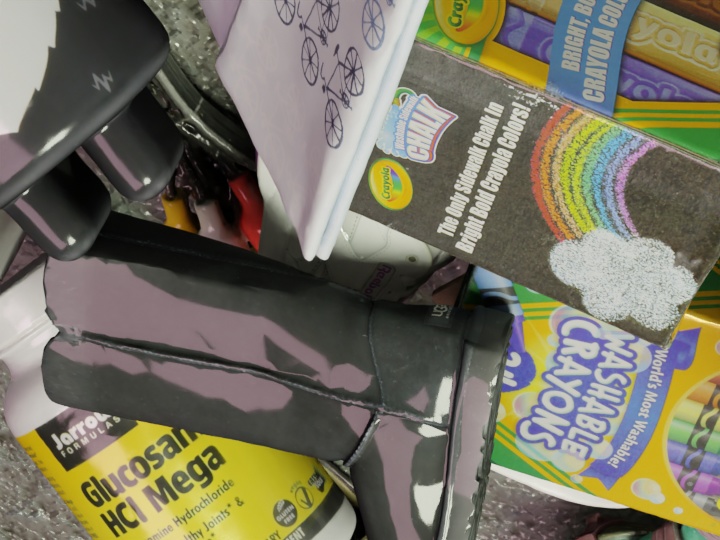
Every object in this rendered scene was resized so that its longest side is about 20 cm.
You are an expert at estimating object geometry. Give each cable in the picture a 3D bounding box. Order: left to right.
[{"bbox_3d":[-0.076,-0.053,1.349,0.097,0.050,0.200,-6,136,32],"label":"cable"}]

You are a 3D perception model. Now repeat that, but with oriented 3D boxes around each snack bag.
[{"bbox_3d":[-0.034,-0.133,1.135,0.021,0.200,0.189,-13,151,-23],"label":"snack bag"}]

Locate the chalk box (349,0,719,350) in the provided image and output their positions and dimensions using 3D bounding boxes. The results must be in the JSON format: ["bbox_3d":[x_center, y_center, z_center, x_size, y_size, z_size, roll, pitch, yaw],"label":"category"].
[{"bbox_3d":[0.066,-0.083,1.172,0.200,0.124,0.125,25,145,2],"label":"chalk box"}]

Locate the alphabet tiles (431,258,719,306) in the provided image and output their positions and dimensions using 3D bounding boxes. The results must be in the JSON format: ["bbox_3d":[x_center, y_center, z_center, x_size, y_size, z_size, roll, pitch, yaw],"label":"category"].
[{"bbox_3d":[0.158,0.022,1.311,0.200,0.008,0.167,-30,118,34],"label":"alphabet tiles"}]

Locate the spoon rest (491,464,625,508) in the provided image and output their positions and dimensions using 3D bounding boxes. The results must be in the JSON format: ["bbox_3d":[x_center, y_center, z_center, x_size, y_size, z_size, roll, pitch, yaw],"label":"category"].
[{"bbox_3d":[0.062,0.061,1.404,0.200,0.061,0.099,22,141,5],"label":"spoon rest"}]

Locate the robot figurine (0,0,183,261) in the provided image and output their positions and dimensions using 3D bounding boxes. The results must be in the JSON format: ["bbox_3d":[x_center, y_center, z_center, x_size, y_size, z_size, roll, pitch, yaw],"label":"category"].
[{"bbox_3d":[-0.159,-0.100,1.214,0.200,0.150,0.125,51,153,-10],"label":"robot figurine"}]

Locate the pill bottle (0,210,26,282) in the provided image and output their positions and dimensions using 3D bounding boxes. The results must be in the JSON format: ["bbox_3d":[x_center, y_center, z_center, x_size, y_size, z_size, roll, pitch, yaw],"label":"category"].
[{"bbox_3d":[-0.253,-0.064,1.386,0.200,0.114,0.114,22,144,4],"label":"pill bottle"}]

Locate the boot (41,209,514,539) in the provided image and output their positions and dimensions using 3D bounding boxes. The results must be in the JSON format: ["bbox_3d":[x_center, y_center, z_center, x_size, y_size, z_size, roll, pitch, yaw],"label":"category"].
[{"bbox_3d":[-0.043,0.070,1.287,0.200,0.066,0.165,12,111,7],"label":"boot"}]

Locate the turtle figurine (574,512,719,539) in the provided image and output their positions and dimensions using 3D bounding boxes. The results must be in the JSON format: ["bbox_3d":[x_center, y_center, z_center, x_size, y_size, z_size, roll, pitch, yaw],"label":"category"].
[{"bbox_3d":[0.133,0.168,1.459,0.200,0.101,0.150,-32,152,35],"label":"turtle figurine"}]

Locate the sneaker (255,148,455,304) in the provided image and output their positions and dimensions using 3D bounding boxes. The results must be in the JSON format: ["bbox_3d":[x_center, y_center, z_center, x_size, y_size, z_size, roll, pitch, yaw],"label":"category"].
[{"bbox_3d":[0.000,0.000,1.312,0.099,0.075,0.200,15,124,18],"label":"sneaker"}]

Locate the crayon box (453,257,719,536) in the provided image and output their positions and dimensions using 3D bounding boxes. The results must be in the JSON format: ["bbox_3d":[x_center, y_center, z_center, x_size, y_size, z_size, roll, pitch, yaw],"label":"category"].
[{"bbox_3d":[0.136,0.047,1.300,0.200,0.052,0.126,17,134,-1],"label":"crayon box"}]

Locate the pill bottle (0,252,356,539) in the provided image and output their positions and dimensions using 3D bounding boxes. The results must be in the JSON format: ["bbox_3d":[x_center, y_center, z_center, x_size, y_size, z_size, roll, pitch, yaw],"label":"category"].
[{"bbox_3d":[-0.101,0.078,1.446,0.200,0.112,0.112,53,139,-7],"label":"pill bottle"}]

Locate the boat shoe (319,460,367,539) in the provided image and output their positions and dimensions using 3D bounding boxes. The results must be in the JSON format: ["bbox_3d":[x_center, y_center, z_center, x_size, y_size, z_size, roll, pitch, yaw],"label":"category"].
[{"bbox_3d":[-0.009,0.150,1.546,0.200,0.073,0.065,36,148,-15],"label":"boat shoe"}]
